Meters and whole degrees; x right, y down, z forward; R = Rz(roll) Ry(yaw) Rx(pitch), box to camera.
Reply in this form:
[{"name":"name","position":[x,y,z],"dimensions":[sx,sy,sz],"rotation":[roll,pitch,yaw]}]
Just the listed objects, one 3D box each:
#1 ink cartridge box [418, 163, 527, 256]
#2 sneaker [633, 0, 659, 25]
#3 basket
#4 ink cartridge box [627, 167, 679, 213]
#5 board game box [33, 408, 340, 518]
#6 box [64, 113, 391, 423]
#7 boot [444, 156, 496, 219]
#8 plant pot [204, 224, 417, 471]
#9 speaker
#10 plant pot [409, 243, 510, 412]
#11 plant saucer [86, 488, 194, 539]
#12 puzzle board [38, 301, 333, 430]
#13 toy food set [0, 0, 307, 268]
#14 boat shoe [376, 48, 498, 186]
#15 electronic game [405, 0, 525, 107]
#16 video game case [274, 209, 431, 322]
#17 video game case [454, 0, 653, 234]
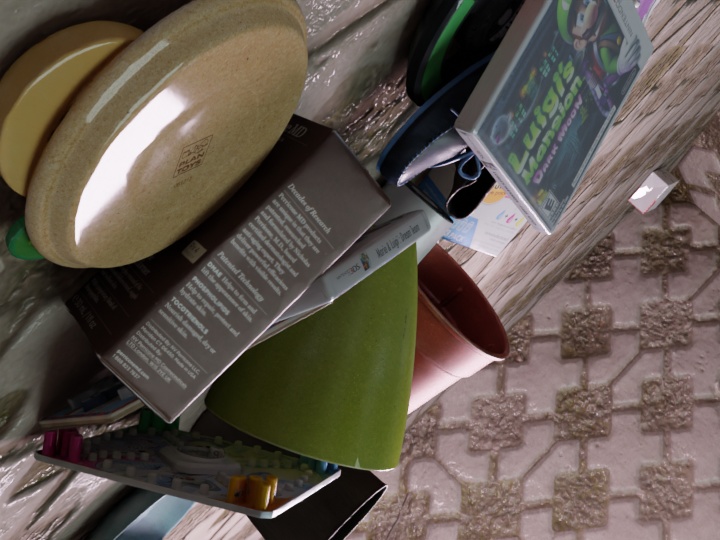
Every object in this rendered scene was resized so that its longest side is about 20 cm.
[{"name":"ink cartridge box","position":[0.161,-0.119,1.114],"dimensions":[0.115,0.068,0.200],"rotation":[14,122,-43]},{"name":"sneaker","position":[0.276,-0.295,1.062],"dimensions":[0.201,0.073,0.114],"rotation":[-58,162,3]},{"name":"basket","position":[-0.090,0.229,1.159],"dimensions":[0.136,0.200,0.181],"rotation":[-35,162,-37]},{"name":"ink cartridge box","position":[0.900,-0.247,3.100],"dimensions":[0.117,0.067,0.200],"rotation":[-52,164,25]},{"name":"board game box","position":[-0.134,0.153,0.851],"dimensions":[0.200,0.199,0.026],"rotation":[5,96,-75]},{"name":"box","position":[-0.087,-0.009,0.658],"dimensions":[0.200,0.075,0.100],"rotation":[-44,-149,-9]},{"name":"boot","position":[0.151,-0.153,0.942],"dimensions":[0.200,0.072,0.167],"rotation":[-49,-162,43]},{"name":"plant pot","position":[-0.022,0.053,0.926],"dimensions":[0.187,0.187,0.201],"rotation":[13,96,-75]},{"name":"speaker","position":[0.000,0.000,1.033],"dimensions":[0.200,0.081,0.081],"rotation":[-49,166,9]},{"name":"plant pot","position":[0.033,0.081,1.165],"dimensions":[0.195,0.201,0.201],"rotation":[-42,168,18]},{"name":"plant saucer","position":[-0.263,0.295,1.172],"dimensions":[0.201,0.039,0.201],"rotation":[-43,167,-12]},{"name":"puzzle board","position":[-0.135,0.067,0.778],"dimensions":[0.200,0.017,0.151],"rotation":[-29,-173,-35]},{"name":"toy food set","position":[-0.107,-0.075,0.552],"dimensions":[0.200,0.049,0.198],"rotation":[-40,165,-28]},{"name":"boat shoe","position":[0.103,-0.131,0.842],"dimensions":[0.200,0.069,0.084],"rotation":[-40,173,-12]},{"name":"electronic game","position":[0.109,-0.214,0.828],"dimensions":[0.200,0.042,0.200],"rotation":[-43,166,-13]},{"name":"video game case","position":[-0.064,0.015,0.772],"dimensions":[0.199,0.024,0.182],"rotation":[-20,-173,29]},{"name":"video game case","position":[0.167,-0.153,0.834],"dimensions":[0.200,0.023,0.182],"rotation":[-60,142,-8]}]
